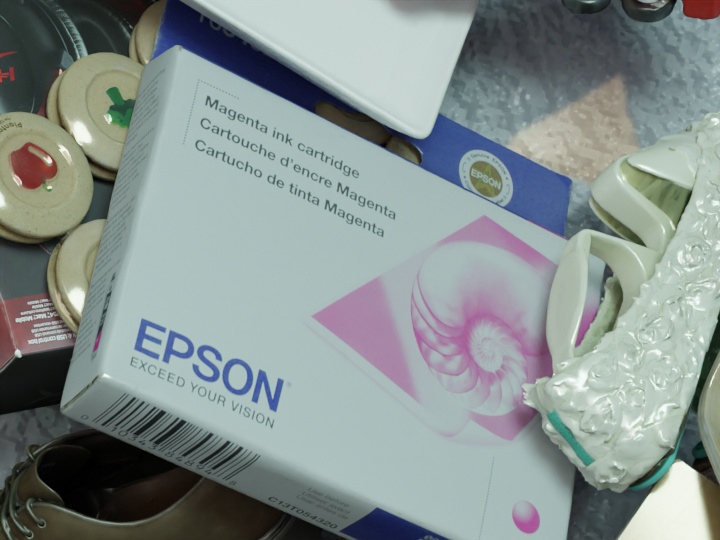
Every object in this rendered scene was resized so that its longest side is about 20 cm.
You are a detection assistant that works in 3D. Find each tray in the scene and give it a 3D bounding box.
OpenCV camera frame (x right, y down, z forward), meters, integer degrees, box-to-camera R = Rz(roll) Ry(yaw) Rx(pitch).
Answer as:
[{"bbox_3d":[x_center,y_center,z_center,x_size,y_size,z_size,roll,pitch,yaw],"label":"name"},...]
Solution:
[{"bbox_3d":[-0.050,-0.127,0.978,0.199,0.022,0.108,31,42,-9],"label":"tray"}]

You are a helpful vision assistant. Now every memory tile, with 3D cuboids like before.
[{"bbox_3d":[-0.047,-0.033,0.972,0.154,0.017,0.200,50,49,-2],"label":"memory tile"}]

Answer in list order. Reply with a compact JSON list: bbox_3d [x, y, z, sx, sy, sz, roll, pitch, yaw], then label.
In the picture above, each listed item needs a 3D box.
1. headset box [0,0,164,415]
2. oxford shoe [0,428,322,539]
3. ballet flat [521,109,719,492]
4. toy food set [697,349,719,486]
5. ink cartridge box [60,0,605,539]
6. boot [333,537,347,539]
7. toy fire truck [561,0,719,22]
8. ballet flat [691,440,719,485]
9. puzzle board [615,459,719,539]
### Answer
[{"bbox_3d":[-0.106,-0.035,0.994,0.148,0.075,0.201,-8,71,-35],"label":"headset box"},{"bbox_3d":[-0.121,0.100,0.977,0.199,0.085,0.073,-24,42,12],"label":"oxford shoe"},{"bbox_3d":[0.111,-0.006,0.964,0.071,0.072,0.201,17,48,9],"label":"ballet flat"},{"bbox_3d":[0.202,0.101,0.866,0.143,0.200,0.061,30,110,-19],"label":"toy food set"},{"bbox_3d":[0.000,0.000,0.950,0.196,0.043,0.201,25,56,-22],"label":"ink cartridge box"},{"bbox_3d":[-0.054,0.202,0.965,0.199,0.072,0.167,-30,36,35],"label":"boot"},{"bbox_3d":[0.107,-0.162,0.997,0.199,0.049,0.141,9,46,13],"label":"toy fire truck"},{"bbox_3d":[0.226,0.051,0.986,0.199,0.068,0.068,-30,90,-2],"label":"ballet flat"},{"bbox_3d":[0.118,0.191,0.907,0.150,0.017,0.200,34,82,11],"label":"puzzle board"}]
